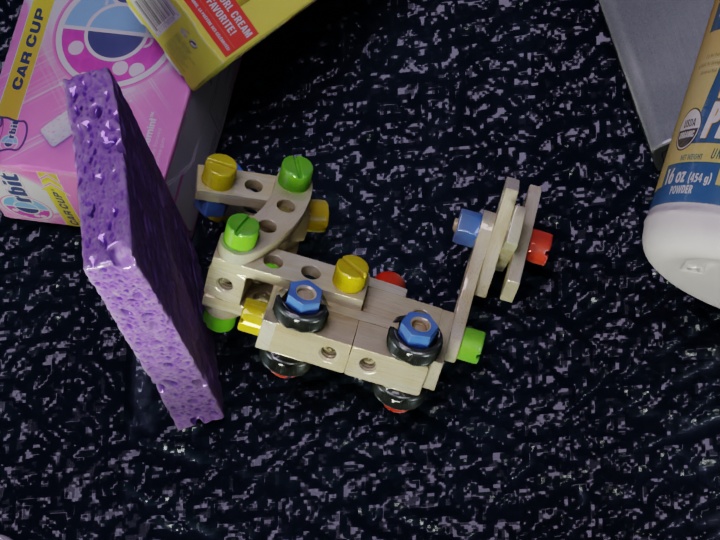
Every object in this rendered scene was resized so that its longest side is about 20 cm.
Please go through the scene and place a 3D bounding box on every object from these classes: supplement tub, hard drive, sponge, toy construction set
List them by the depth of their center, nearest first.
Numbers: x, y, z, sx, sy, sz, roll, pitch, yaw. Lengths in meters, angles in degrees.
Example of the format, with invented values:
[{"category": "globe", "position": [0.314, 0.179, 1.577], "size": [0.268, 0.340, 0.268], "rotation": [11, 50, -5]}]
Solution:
[{"category": "supplement tub", "position": [0.233, -0.079, 1.462], "size": [0.144, 0.145, 0.201], "rotation": [14, 78, 20]}, {"category": "sponge", "position": [-0.111, -0.008, 1.508], "size": [0.030, 0.200, 0.112], "rotation": [-13, 62, 5]}, {"category": "toy construction set", "position": [0.000, 0.000, 1.547], "size": [0.199, 0.093, 0.131], "rotation": [5, 40, 9]}, {"category": "hard drive", "position": [0.198, -0.163, 1.605], "size": [0.139, 0.033, 0.201], "rotation": [-19, 61, 5]}]

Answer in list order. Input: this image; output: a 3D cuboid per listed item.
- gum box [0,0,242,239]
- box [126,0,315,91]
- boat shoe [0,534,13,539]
[{"category": "gum box", "position": [-0.130, -0.125, 1.648], "size": [0.113, 0.066, 0.201], "rotation": [7, 65, 16]}, {"category": "box", "position": [-0.036, -0.185, 1.615], "size": [0.200, 0.050, 0.075], "rotation": [-38, 93, -29]}, {"category": "boat shoe", "position": [-0.197, 0.230, 1.483], "size": [0.072, 0.069, 0.201], "rotation": [9, 66, 18]}]
